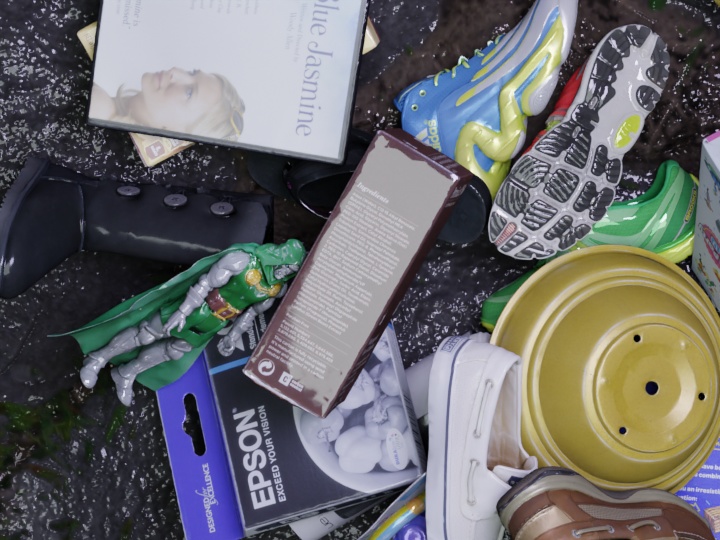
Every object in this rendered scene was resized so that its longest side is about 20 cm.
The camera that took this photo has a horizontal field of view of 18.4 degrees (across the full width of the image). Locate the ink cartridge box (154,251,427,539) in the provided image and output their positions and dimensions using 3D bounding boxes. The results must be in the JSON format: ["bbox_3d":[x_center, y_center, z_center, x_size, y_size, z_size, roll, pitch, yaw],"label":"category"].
[{"bbox_3d":[-0.064,0.094,1.689,0.199,0.043,0.199,-18,71,10],"label":"ink cartridge box"}]

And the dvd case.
[{"bbox_3d":[-0.097,-0.162,1.634,0.199,0.018,0.144,9,98,4],"label":"dvd case"}]

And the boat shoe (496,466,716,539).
[{"bbox_3d":[0.180,0.199,1.576,0.199,0.074,0.076,16,125,-38],"label":"boat shoe"}]

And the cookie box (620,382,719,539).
[{"bbox_3d":[0.230,0.173,1.725,0.170,0.075,0.201,6,103,1],"label":"cookie box"}]

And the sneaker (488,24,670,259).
[{"bbox_3d":[0.163,-0.092,1.657,0.077,0.085,0.201,36,86,-7],"label":"sneaker"}]

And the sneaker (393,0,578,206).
[{"bbox_3d":[0.086,-0.136,1.663,0.105,0.076,0.201,24,103,-2],"label":"sneaker"}]

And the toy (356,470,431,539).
[{"bbox_3d":[0.052,0.199,1.676,0.115,0.200,0.047,-45,76,12],"label":"toy"}]

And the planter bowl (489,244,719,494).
[{"bbox_3d":[0.196,0.083,1.601,0.199,0.083,0.202,-1,92,-17],"label":"planter bowl"}]

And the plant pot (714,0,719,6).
[{"bbox_3d":[0.322,-0.246,1.585,0.141,0.200,0.201,-3,104,28],"label":"plant pot"}]

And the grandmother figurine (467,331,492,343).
[{"bbox_3d":[0.127,0.137,1.654,0.121,0.061,0.201,-34,99,-17],"label":"grandmother figurine"}]

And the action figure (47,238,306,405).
[{"bbox_3d":[-0.118,0.031,1.633,0.199,0.055,0.118,-33,143,25],"label":"action figure"}]

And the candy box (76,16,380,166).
[{"bbox_3d":[-0.098,-0.176,1.671,0.199,0.055,0.116,-27,99,9],"label":"candy box"}]

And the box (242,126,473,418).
[{"bbox_3d":[0.000,0.000,1.596,0.075,0.100,0.201,29,99,6],"label":"box"}]

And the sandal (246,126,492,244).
[{"bbox_3d":[0.000,-0.065,1.665,0.199,0.048,0.076,14,126,21],"label":"sandal"}]

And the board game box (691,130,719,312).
[{"bbox_3d":[0.316,-0.055,1.593,0.147,0.200,0.064,-27,63,-8],"label":"board game box"}]

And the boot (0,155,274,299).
[{"bbox_3d":[-0.168,-0.019,1.660,0.199,0.165,0.066,12,126,-1],"label":"boot"}]

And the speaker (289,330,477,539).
[{"bbox_3d":[0.022,0.130,1.723,0.199,0.081,0.081,-31,100,9],"label":"speaker"}]

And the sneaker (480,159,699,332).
[{"bbox_3d":[0.173,-0.018,1.689,0.199,0.074,0.084,-31,102,-1],"label":"sneaker"}]

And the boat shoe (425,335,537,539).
[{"bbox_3d":[0.091,0.145,1.581,0.069,0.071,0.201,10,112,28],"label":"boat shoe"}]
